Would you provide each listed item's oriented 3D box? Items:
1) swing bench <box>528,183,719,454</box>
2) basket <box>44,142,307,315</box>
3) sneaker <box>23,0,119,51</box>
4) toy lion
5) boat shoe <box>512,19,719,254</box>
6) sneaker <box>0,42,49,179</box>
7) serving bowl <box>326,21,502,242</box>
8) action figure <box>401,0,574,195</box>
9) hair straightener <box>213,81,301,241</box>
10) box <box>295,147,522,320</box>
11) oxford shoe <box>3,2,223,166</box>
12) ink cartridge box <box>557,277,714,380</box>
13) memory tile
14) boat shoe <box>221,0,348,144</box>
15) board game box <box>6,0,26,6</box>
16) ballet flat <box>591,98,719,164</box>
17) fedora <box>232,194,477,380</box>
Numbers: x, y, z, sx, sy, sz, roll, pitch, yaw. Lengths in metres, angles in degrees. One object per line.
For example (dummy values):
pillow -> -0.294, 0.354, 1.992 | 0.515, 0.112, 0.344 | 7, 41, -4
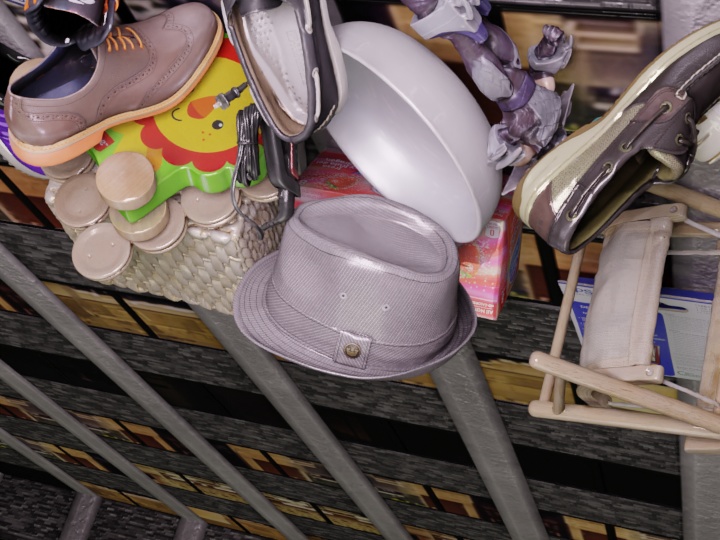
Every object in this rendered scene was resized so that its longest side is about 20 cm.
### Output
swing bench -> 0.257, 0.032, 0.972 | 0.198, 0.201, 0.130 | 12, 156, 14
basket -> -0.164, -0.074, 1.086 | 0.196, 0.163, 0.200 | 13, 158, 9
sneaker -> -0.166, -0.220, 0.787 | 0.077, 0.113, 0.200 | 23, 139, -18
toy lion -> -0.157, -0.133, 0.953 | 0.200, 0.191, 0.069 | 44, 161, 22
boat shoe -> 0.196, -0.086, 0.787 | 0.065, 0.200, 0.073 | 53, -171, 32
sneaker -> -0.320, -0.154, 1.132 | 0.099, 0.070, 0.200 | -3, 150, 34
serving bowl -> 0.042, -0.118, 0.910 | 0.200, 0.066, 0.200 | 45, 166, 14
action figure -> 0.100, -0.137, 0.812 | 0.069, 0.131, 0.200 | -23, 122, 36
hair straightener -> -0.082, -0.120, 0.877 | 0.076, 0.203, 0.041 | -8, -163, -37
box -> 0.042, -0.035, 1.057 | 0.198, 0.095, 0.104 | 11, 120, 16
oxford shoe -> -0.183, -0.158, 0.893 | 0.071, 0.200, 0.073 | 38, 151, 20
ink cartridge box -> 0.313, 0.052, 1.176 | 0.195, 0.047, 0.200 | 8, 153, 24
memory tile -> -0.163, -0.089, 0.973 | 0.198, 0.154, 0.017 | -26, 156, -4
boat shoe -> -0.065, -0.185, 0.802 | 0.073, 0.060, 0.202 | -2, 120, 26
board game box -> -0.311, -0.272, 0.909 | 0.198, 0.035, 0.136 | 19, 156, -1
ballet flat -> 0.242, -0.099, 0.867 | 0.067, 0.063, 0.199 | 29, 154, -25
fedora -> 0.000, 0.000, 0.926 | 0.198, 0.177, 0.091 | 18, 127, 12
